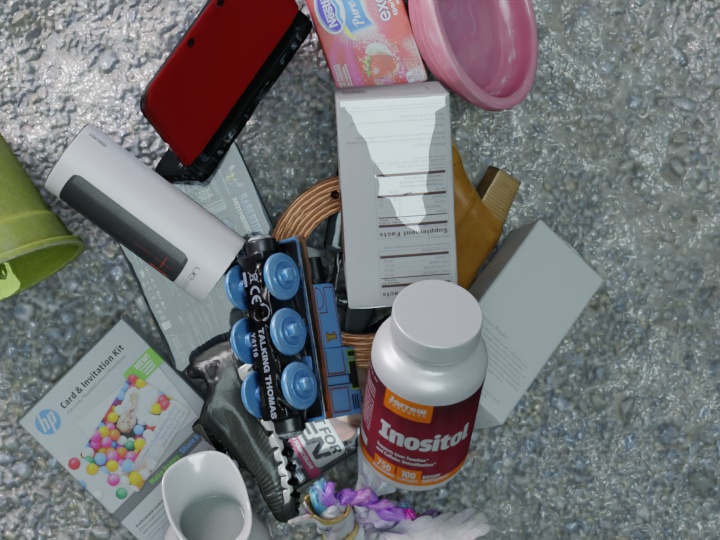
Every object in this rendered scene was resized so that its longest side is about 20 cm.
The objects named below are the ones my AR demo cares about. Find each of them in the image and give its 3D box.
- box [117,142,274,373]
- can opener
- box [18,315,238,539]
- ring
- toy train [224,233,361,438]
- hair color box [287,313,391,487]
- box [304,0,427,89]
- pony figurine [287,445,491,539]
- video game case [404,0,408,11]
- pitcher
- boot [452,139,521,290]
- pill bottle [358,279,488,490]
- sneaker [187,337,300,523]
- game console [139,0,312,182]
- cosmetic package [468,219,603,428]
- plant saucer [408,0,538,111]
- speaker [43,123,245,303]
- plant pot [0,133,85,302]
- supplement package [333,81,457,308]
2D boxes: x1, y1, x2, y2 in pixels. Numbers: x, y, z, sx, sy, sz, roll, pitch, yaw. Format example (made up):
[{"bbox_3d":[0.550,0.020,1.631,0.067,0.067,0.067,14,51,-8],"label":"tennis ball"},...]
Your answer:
[{"bbox_3d":[-0.162,-0.016,1.466,0.156,0.051,0.202,-25,96,-3],"label":"box"},{"bbox_3d":[-0.005,-0.032,1.478,0.066,0.053,0.203,10,93,-3],"label":"can opener"},{"bbox_3d":[-0.236,0.173,1.481,0.156,0.041,0.200,-44,96,-1],"label":"box"},{"bbox_3d":[0.000,0.000,1.443,0.198,0.019,0.203,0,94,-2],"label":"ring"},{"bbox_3d":[-0.067,0.063,1.382,0.114,0.086,0.203,-3,81,-49],"label":"toy train"},{"bbox_3d":[-0.016,0.138,1.488,0.199,0.061,0.101,-32,97,-2],"label":"hair color box"},{"bbox_3d":[-0.007,-0.277,1.420,0.094,0.100,0.202,-19,103,3],"label":"box"},{"bbox_3d":[0.024,0.260,1.437,0.191,0.201,0.167,-21,52,-9],"label":"pony figurine"},{"bbox_3d":[0.055,-0.385,1.472,0.142,0.019,0.202,23,93,-7],"label":"video game case"},{"bbox_3d":[-0.138,0.302,1.403,0.120,0.201,0.173,-16,57,-13],"label":"pitcher"},{"bbox_3d":[0.061,-0.075,1.473,0.200,0.071,0.145,30,91,-11],"label":"boot"},{"bbox_3d":[0.061,0.109,1.333,0.111,0.114,0.201,1,135,-5],"label":"pill bottle"},{"bbox_3d":[-0.122,0.166,1.422,0.090,0.066,0.202,-18,90,1],"label":"sneaker"},{"bbox_3d":[-0.150,-0.199,1.360,0.119,0.172,0.201,41,74,-25],"label":"game console"},{"bbox_3d":[0.155,0.056,1.463,0.102,0.074,0.200,43,69,-9],"label":"cosmetic package"},{"bbox_3d":[0.111,-0.260,1.424,0.050,0.200,0.203,-12,98,37],"label":"plant saucer"},{"bbox_3d":[-0.213,-0.056,1.394,0.199,0.081,0.082,37,91,-7],"label":"speaker"},{"bbox_3d":[-0.403,-0.066,1.383,0.199,0.200,0.186,-26,85,-3],"label":"plant pot"},{"bbox_3d":[0.034,-0.076,1.361,0.108,0.114,0.203,-4,103,-1],"label":"supplement package"}]
